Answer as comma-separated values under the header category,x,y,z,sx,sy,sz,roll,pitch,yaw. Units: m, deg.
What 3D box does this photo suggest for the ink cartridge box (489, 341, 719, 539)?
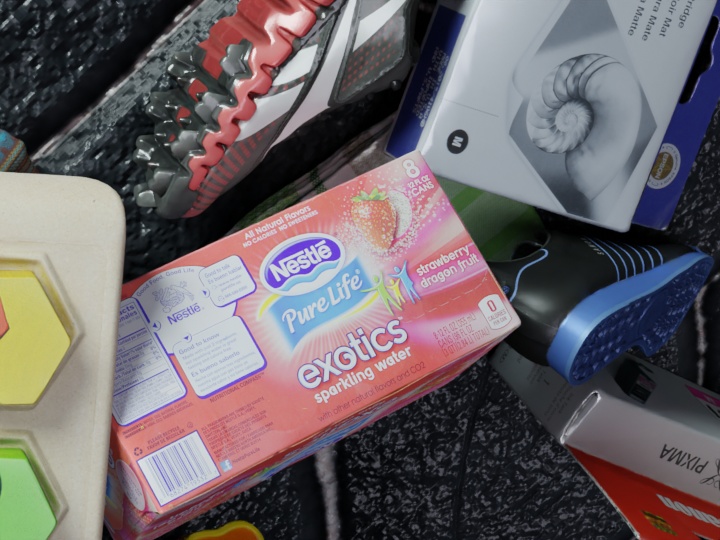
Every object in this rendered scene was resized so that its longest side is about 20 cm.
category,x,y,z,sx,sy,sz,roll,pitch,yaw
ink cartridge box,0.189,0.110,1.013,0.200,0.174,0.044,24,106,-35

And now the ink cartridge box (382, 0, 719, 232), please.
category,x,y,z,sx,sy,sz,roll,pitch,yaw
ink cartridge box,0.131,-0.124,0.915,0.200,0.041,0.200,12,103,-32

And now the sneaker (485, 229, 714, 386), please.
category,x,y,z,sx,sy,sz,roll,pitch,yaw
sneaker,0.130,0.007,0.976,0.200,0.078,0.070,-12,133,-60

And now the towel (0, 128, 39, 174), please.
category,x,y,z,sx,sy,sz,roll,pitch,yaw
towel,-0.183,0.055,0.808,0.200,0.022,0.147,-62,153,-24

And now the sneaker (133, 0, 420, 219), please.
category,x,y,z,sx,sy,sz,roll,pitch,yaw
sneaker,-0.028,-0.099,0.848,0.098,0.071,0.201,30,101,-33

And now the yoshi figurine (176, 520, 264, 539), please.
category,x,y,z,sx,sy,sz,roll,pitch,yaw
yoshi figurine,-0.101,0.218,0.972,0.112,0.112,0.200,41,129,-7

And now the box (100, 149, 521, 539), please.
category,x,y,z,sx,sy,sz,roll,pitch,yaw
box,-0.042,0.037,0.829,0.200,0.103,0.095,-27,171,-25

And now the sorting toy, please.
category,x,y,z,sx,sy,sz,roll,pitch,yaw
sorting toy,-0.189,0.059,0.704,0.185,0.036,0.201,3,94,-20

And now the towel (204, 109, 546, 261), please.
category,x,y,z,sx,sy,sz,roll,pitch,yaw
towel,0.000,0.000,0.952,0.200,0.031,0.149,-37,130,-5
